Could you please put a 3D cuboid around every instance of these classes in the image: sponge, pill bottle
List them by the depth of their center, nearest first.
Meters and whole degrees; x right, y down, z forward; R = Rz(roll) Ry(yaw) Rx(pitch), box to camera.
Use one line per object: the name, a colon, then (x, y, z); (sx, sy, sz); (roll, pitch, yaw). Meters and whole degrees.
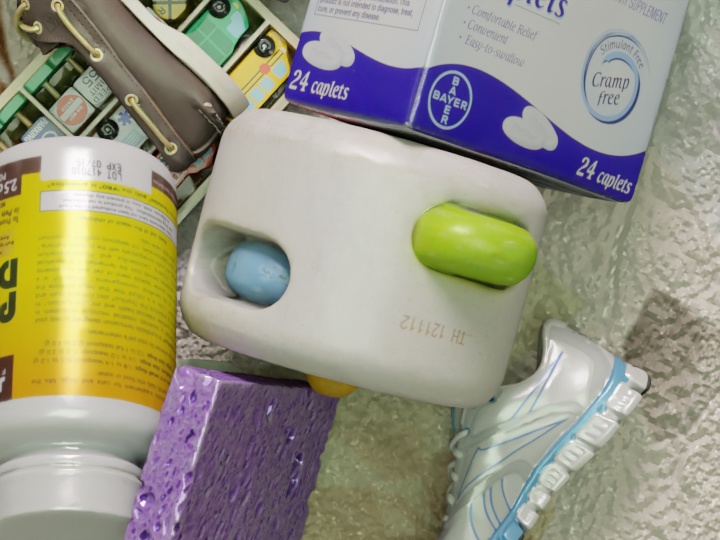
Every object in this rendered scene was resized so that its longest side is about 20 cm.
pill bottle: (-0.151, 0.039, 0.986); (0.109, 0.109, 0.201); (0, 67, -4)
sponge: (-0.066, 0.112, 1.013); (0.030, 0.200, 0.112); (16, 90, 18)

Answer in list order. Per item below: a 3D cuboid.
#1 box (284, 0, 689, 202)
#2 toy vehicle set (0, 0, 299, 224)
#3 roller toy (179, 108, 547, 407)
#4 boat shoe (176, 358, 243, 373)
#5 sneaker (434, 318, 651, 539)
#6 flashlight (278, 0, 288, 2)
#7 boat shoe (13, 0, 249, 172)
box: (0.081, -0.157, 1.018); (0.183, 0.105, 0.201); (15, 91, -42)
toy vehicle set: (-0.133, -0.088, 1.084); (0.124, 0.027, 0.200); (42, 89, -4)
roller toy: (0.000, 0.000, 1.021); (0.181, 0.200, 0.141); (15, 90, 5)
boat shoe: (-0.163, 0.090, 1.060); (0.200, 0.072, 0.061); (-3, 66, -7)
sneaker: (0.074, 0.113, 1.093); (0.087, 0.075, 0.200); (40, 81, 2)
flashlight: (-0.109, -0.218, 1.023); (0.199, 0.068, 0.068); (18, 61, -29)
boat shoe: (-0.153, -0.138, 1.033); (0.200, 0.072, 0.060); (42, 86, -10)
